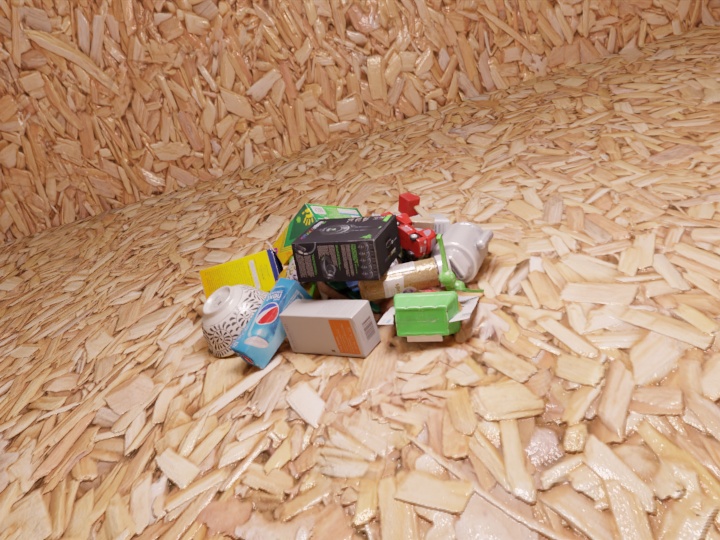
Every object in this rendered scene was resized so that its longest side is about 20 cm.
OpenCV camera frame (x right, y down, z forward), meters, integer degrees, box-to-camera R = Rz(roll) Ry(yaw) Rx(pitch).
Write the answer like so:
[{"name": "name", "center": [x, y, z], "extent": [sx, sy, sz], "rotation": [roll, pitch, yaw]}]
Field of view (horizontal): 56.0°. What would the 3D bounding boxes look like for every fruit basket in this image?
[{"name": "fruit basket", "center": [0.147, 0.086, 1.409], "extent": [0.185, 0.094, 0.200], "rotation": [-4, 5, 16]}]

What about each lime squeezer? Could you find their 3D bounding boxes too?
[{"name": "lime squeezer", "center": [0.195, 0.014, 1.404], "extent": [0.038, 0.200, 0.071], "rotation": [-15, 46, 34]}]

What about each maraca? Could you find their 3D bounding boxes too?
[{"name": "maraca", "center": [-0.151, 0.029, 1.656], "extent": [0.137, 0.107, 0.200], "rotation": [-11, 61, 44]}]

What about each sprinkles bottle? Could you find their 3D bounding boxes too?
[{"name": "sprinkles bottle", "center": [0.095, 0.017, 1.458], "extent": [0.200, 0.068, 0.068], "rotation": [-12, 22, 0]}]

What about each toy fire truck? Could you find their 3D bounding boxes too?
[{"name": "toy fire truck", "center": [0.122, -0.108, 1.575], "extent": [0.141, 0.049, 0.200], "rotation": [-21, 40, -31]}]

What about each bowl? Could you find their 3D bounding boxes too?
[{"name": "bowl", "center": [-0.311, 0.098, 1.612], "extent": [0.201, 0.094, 0.201], "rotation": [-27, 33, 19]}]

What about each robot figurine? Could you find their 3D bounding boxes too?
[{"name": "robot figurine", "center": [0.232, -0.042, 1.577], "extent": [0.170, 0.113, 0.200], "rotation": [-26, 15, 36]}]

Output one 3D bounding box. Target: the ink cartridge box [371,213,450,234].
[{"name": "ink cartridge box", "center": [0.123, -0.119, 1.740], "extent": [0.199, 0.041, 0.200], "rotation": [0, 9, 3]}]

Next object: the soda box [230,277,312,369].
[{"name": "soda box", "center": [-0.197, 0.116, 1.511], "extent": [0.064, 0.068, 0.200], "rotation": [7, 56, 47]}]

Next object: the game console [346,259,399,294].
[{"name": "game console", "center": [0.000, 0.000, 1.640], "extent": [0.200, 0.118, 0.171], "rotation": [-19, 62, -3]}]

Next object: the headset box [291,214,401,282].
[{"name": "headset box", "center": [-0.020, -0.049, 1.464], "extent": [0.200, 0.093, 0.174], "rotation": [-1, 21, 21]}]

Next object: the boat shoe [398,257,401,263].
[{"name": "boat shoe", "center": [0.137, -0.064, 1.768], "extent": [0.200, 0.071, 0.069], "rotation": [-9, 20, -1]}]

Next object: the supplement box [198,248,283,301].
[{"name": "supplement box", "center": [-0.302, 0.030, 1.778], "extent": [0.200, 0.110, 0.109], "rotation": [-17, -9, 2]}]

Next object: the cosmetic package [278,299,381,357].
[{"name": "cosmetic package", "center": [-0.066, 0.121, 1.446], "extent": [0.200, 0.102, 0.071], "rotation": [-2, 28, 37]}]

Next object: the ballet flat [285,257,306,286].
[{"name": "ballet flat", "center": [-0.110, -0.046, 1.598], "extent": [0.072, 0.072, 0.200], "rotation": [8, 51, 47]}]

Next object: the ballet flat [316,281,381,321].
[{"name": "ballet flat", "center": [-0.045, 0.063, 1.513], "extent": [0.200, 0.067, 0.068], "rotation": [37, 23, 24]}]

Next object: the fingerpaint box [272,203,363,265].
[{"name": "fingerpaint box", "center": [-0.104, -0.089, 1.790], "extent": [0.200, 0.073, 0.167], "rotation": [0, -40, -49]}]

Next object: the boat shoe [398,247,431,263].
[{"name": "boat shoe", "center": [0.125, -0.044, 1.640], "extent": [0.072, 0.066, 0.201], "rotation": [-58, 3, -3]}]
